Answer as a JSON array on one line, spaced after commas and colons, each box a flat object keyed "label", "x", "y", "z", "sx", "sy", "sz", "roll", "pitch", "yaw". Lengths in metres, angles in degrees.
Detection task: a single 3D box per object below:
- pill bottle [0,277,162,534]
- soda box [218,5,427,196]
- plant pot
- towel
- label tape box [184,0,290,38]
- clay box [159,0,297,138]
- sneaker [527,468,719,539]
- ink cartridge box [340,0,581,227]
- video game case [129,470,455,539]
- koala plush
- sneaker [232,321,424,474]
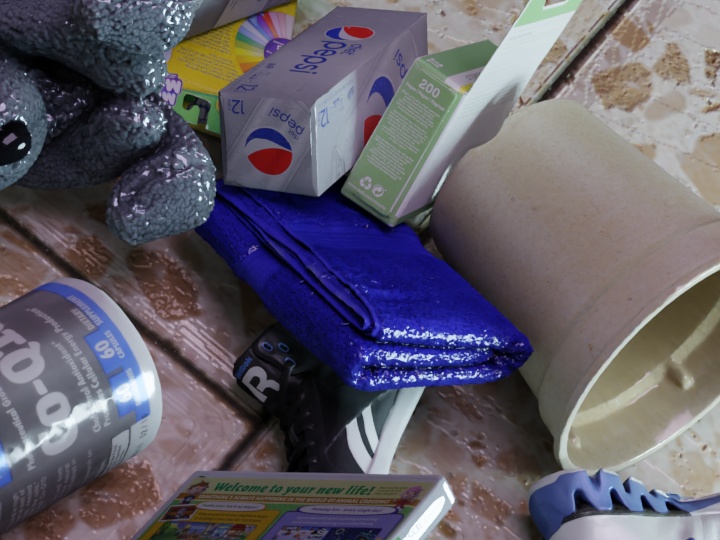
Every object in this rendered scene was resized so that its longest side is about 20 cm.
[{"label": "pill bottle", "x": -0.218, "y": 0.093, "z": 1.460, "sx": 0.200, "sy": 0.114, "sz": 0.114, "roll": -30, "pitch": 74, "yaw": -37}, {"label": "soda box", "x": -0.020, "y": -0.112, "z": 1.673, "sx": 0.068, "sy": 0.064, "sz": 0.200, "roll": 7, "pitch": 23, "yaw": 20}, {"label": "plant pot", "x": 0.147, "y": -0.002, "z": 1.667, "sx": 0.200, "sy": 0.201, "sz": 0.184, "roll": -22, "pitch": 58, "yaw": -35}, {"label": "towel", "x": 0.000, "y": 0.000, "z": 1.609, "sx": 0.147, "sy": 0.050, "sz": 0.200, "roll": -3, "pitch": 33, "yaw": -37}, {"label": "label tape box", "x": -0.091, "y": -0.242, "z": 1.720, "sx": 0.199, "sy": 0.066, "sz": 0.144, "roll": -25, "pitch": 72, "yaw": -36}, {"label": "clay box", "x": -0.104, "y": -0.164, "z": 1.734, "sx": 0.114, "sy": 0.048, "sz": 0.201, "roll": 19, "pitch": 53, "yaw": -15}, {"label": "sneaker", "x": 0.199, "y": 0.196, "z": 1.617, "sx": 0.198, "sy": 0.081, "sz": 0.116, "roll": 7, "pitch": 58, "yaw": -13}, {"label": "ink cartridge box", "x": 0.076, "y": -0.129, "z": 1.667, "sx": 0.048, "sy": 0.201, "sz": 0.145, "roll": 34, "pitch": 20, "yaw": 12}, {"label": "video game case", "x": -0.071, "y": 0.173, "z": 1.437, "sx": 0.182, "sy": 0.199, "sz": 0.022, "roll": -46, "pitch": 120, "yaw": -39}, {"label": "koala plush", "x": -0.217, "y": -0.095, "z": 1.562, "sx": 0.199, "sy": 0.178, "sz": 0.183, "roll": -24, "pitch": 32, "yaw": -29}, {"label": "sneaker", "x": -0.036, "y": 0.099, "z": 1.576, "sx": 0.111, "sy": 0.073, "sz": 0.200, "roll": 27, "pitch": 42, "yaw": -2}]
